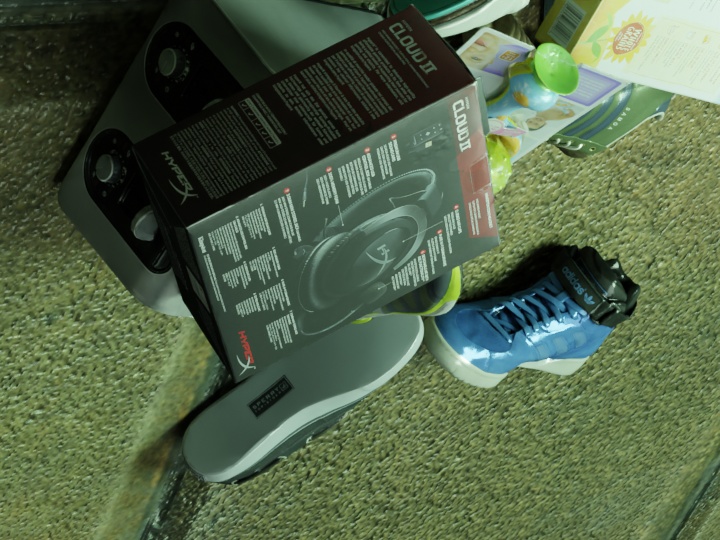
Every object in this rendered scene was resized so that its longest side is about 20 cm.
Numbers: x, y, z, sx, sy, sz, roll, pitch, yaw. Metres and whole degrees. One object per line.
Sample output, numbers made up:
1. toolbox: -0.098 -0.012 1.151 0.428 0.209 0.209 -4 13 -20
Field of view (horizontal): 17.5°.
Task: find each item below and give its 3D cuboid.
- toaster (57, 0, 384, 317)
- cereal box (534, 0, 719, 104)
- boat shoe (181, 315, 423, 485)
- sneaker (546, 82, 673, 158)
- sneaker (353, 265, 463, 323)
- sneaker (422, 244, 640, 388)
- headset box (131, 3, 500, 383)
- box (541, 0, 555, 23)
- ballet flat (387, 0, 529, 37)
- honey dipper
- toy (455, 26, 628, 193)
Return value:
1. toaster: -0.056 -0.069 1.426 0.200 0.119 0.181 5 129 -46
2. cereal box: 0.221 -0.187 1.533 0.200 0.040 0.144 8 119 -47
3. boat shoe: -0.039 0.087 1.690 0.200 0.069 0.057 -33 155 4
4. sneaker: 0.143 -0.108 1.608 0.200 0.067 0.090 -24 140 -25
5. sneaker: 0.000 0.000 1.542 0.081 0.074 0.200 0 168 -31
6. sneaker: 0.135 0.027 1.757 0.200 0.077 0.111 3 135 -51
7. headset box: -0.012 -0.046 1.317 0.200 0.077 0.149 -29 144 -11
8. box: 0.214 -0.229 1.555 0.200 0.038 0.137 -25 144 -18
9. ballet flat: 0.098 -0.199 1.427 0.200 0.069 0.069 -48 149 -14
10. honey dipper: 0.060 -0.182 1.478 0.038 0.038 0.200 -39 143 3
11. toy: 0.067 -0.079 1.503 0.115 0.047 0.200 17 144 -30
